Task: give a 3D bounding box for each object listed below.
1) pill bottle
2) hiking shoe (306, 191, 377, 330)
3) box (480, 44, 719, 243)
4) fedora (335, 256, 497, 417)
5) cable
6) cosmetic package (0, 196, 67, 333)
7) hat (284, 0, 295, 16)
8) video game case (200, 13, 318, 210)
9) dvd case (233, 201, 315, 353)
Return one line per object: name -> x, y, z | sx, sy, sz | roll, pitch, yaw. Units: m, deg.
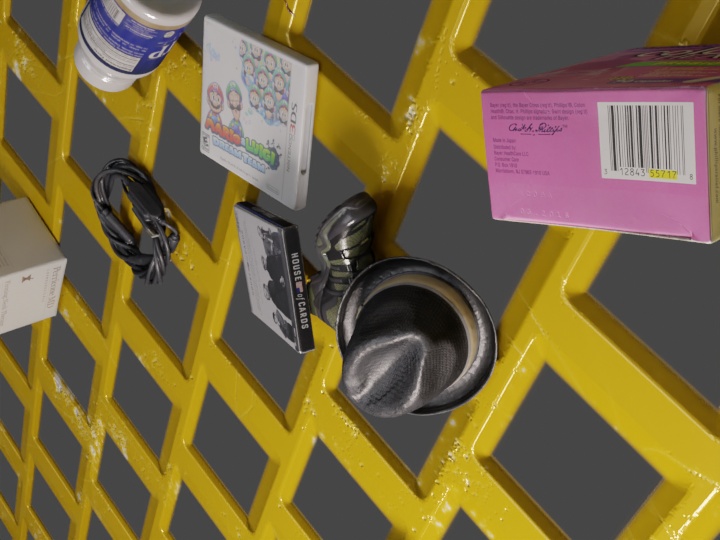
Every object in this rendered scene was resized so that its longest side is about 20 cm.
pill bottle -> -0.292, -0.317, 1.276 | 0.200, 0.119, 0.121 | -33, 80, 51
hiking shoe -> 0.000, 0.000, 1.122 | 0.100, 0.076, 0.201 | 40, 142, 20
box -> 0.218, -0.100, 0.711 | 0.175, 0.199, 0.098 | 10, 114, 47
fedora -> 0.043, 0.088, 1.040 | 0.199, 0.092, 0.202 | 14, 124, 21
cable -> -0.340, -0.073, 1.503 | 0.200, 0.051, 0.164 | 44, 140, 24
cosmetic package -> -0.657, 0.001, 1.776 | 0.167, 0.199, 0.168 | 50, 137, 23
hat -> -0.081, -0.424, 1.045 | 0.165, 0.200, 0.176 | 41, 178, 12
video game case -> -0.129, -0.194, 1.214 | 0.199, 0.024, 0.184 | 33, 128, 37
dvd case -> -0.108, 0.003, 1.225 | 0.200, 0.024, 0.152 | -151, 51, -65
